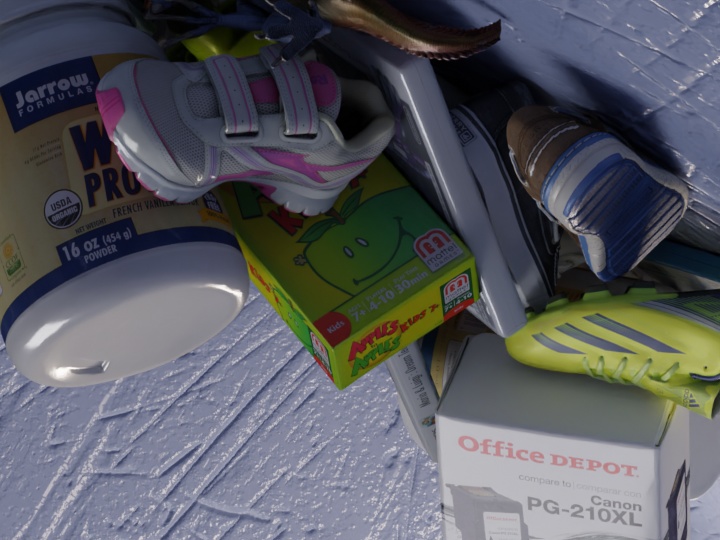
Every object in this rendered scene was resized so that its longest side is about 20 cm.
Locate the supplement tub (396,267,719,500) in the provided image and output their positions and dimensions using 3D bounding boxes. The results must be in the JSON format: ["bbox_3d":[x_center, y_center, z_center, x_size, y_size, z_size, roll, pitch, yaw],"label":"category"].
[{"bbox_3d":[0.139,0.071,1.842,0.199,0.146,0.145,12,164,32],"label":"supplement tub"}]

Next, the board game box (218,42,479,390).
[{"bbox_3d":[-0.029,-0.035,1.643,0.200,0.101,0.048,49,164,30],"label":"board game box"}]

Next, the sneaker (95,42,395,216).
[{"bbox_3d":[-0.059,-0.089,1.534,0.199,0.088,0.082,3,-121,-49],"label":"sneaker"}]

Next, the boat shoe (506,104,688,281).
[{"bbox_3d":[0.132,-0.053,1.585,0.072,0.072,0.200,47,-179,20],"label":"boat shoe"}]

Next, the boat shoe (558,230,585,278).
[{"bbox_3d":[0.125,-0.025,1.786,0.073,0.066,0.200,34,173,-20],"label":"boat shoe"}]

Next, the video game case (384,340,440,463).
[{"bbox_3d":[0.000,0.000,1.756,0.182,0.024,0.201,68,177,-57],"label":"video game case"}]

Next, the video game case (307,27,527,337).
[{"bbox_3d":[0.017,-0.074,1.657,0.182,0.023,0.201,40,158,52],"label":"video game case"}]

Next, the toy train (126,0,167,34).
[{"bbox_3d":[-0.171,-0.219,1.692,0.200,0.085,0.114,39,180,-45],"label":"toy train"}]

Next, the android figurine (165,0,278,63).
[{"bbox_3d":[-0.093,-0.101,1.761,0.041,0.182,0.200,51,-176,29],"label":"android figurine"}]

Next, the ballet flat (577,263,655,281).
[{"bbox_3d":[0.158,0.008,1.936,0.199,0.069,0.071,28,153,31],"label":"ballet flat"}]

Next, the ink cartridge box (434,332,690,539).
[{"bbox_3d":[0.128,0.149,1.741,0.144,0.085,0.201,7,128,17],"label":"ink cartridge box"}]

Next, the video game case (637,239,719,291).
[{"bbox_3d":[0.272,0.041,1.816,0.200,0.018,0.143,36,172,-31],"label":"video game case"}]

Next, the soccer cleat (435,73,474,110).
[{"bbox_3d":[0.024,-0.097,1.768,0.086,0.070,0.200,46,164,-21],"label":"soccer cleat"}]

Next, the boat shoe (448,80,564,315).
[{"bbox_3d":[0.098,-0.042,1.676,0.072,0.068,0.200,50,170,38],"label":"boat shoe"}]

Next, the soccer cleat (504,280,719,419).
[{"bbox_3d":[0.179,0.048,1.650,0.199,0.084,0.065,-7,175,21],"label":"soccer cleat"}]

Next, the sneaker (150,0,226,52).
[{"bbox_3d":[-0.123,-0.179,1.867,0.200,0.075,0.082,36,-170,29],"label":"sneaker"}]

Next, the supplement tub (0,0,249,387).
[{"bbox_3d":[-0.159,-0.051,1.589,0.144,0.144,0.201,50,-163,-70],"label":"supplement tub"}]

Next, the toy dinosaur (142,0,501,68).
[{"bbox_3d":[-0.049,-0.147,1.548,0.199,0.105,0.181,31,178,-16],"label":"toy dinosaur"}]
